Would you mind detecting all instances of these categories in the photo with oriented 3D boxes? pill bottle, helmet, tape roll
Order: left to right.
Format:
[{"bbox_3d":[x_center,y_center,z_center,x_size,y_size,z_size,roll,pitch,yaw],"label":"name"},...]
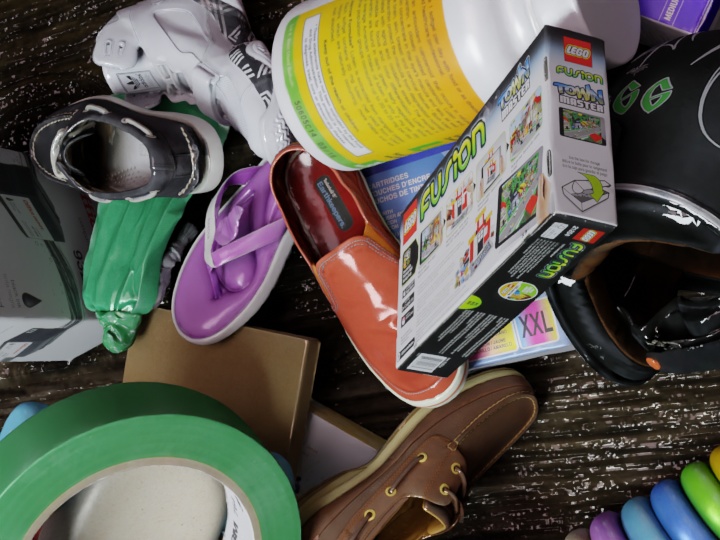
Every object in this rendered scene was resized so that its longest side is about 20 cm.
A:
[{"bbox_3d":[-0.134,0.164,0.676,0.048,0.200,0.201,35,105,57],"label":"tape roll"},{"bbox_3d":[0.054,-0.132,0.683,0.200,0.111,0.111,-12,83,39],"label":"pill bottle"},{"bbox_3d":[0.207,-0.036,0.654,0.200,0.191,0.200,27,143,23],"label":"helmet"}]

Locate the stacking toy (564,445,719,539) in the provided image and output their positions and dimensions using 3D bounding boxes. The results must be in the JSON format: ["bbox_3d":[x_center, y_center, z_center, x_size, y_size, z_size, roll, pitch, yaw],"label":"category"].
[{"bbox_3d":[0.223,0.142,0.710,0.200,0.085,0.085,-41,72,14],"label":"stacking toy"}]

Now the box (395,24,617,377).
[{"bbox_3d":[0.071,-0.028,0.636,0.200,0.035,0.110,128,149,-58],"label":"box"}]

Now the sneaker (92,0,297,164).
[{"bbox_3d":[-0.120,-0.134,0.845,0.115,0.075,0.200,-24,55,-3],"label":"sneaker"}]

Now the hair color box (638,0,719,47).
[{"bbox_3d":[0.141,-0.197,0.742,0.200,0.109,0.065,25,98,23],"label":"hair color box"}]

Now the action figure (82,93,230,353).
[{"bbox_3d":[-0.163,-0.035,0.884,0.118,0.055,0.200,4,72,27],"label":"action figure"}]

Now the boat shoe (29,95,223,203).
[{"bbox_3d":[-0.183,-0.082,0.830,0.200,0.060,0.074,14,110,40],"label":"boat shoe"}]

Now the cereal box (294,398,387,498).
[{"bbox_3d":[-0.073,0.187,0.864,0.144,0.040,0.200,25,99,27],"label":"cereal box"}]

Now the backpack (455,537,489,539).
[{"bbox_3d":[0.036,0.268,0.761,0.200,0.167,0.127,-51,53,18],"label":"backpack"}]

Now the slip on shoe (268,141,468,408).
[{"bbox_3d":[0.000,0.000,0.747,0.074,0.061,0.200,-35,74,21],"label":"slip on shoe"}]

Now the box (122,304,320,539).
[{"bbox_3d":[-0.115,0.134,0.856,0.163,0.021,0.200,10,90,31],"label":"box"}]

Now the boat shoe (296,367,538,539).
[{"bbox_3d":[0.042,0.141,0.757,0.200,0.072,0.068,-35,44,-15],"label":"boat shoe"}]

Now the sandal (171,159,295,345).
[{"bbox_3d":[-0.079,-0.042,0.844,0.082,0.050,0.203,28,81,37],"label":"sandal"}]

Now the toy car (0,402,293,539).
[{"bbox_3d":[-0.181,0.149,0.802,0.200,0.184,0.177,36,105,56],"label":"toy car"}]

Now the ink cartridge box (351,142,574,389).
[{"bbox_3d":[0.067,-0.032,0.790,0.136,0.076,0.200,-16,80,24],"label":"ink cartridge box"}]

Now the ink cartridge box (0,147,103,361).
[{"bbox_3d":[-0.272,-0.012,0.878,0.084,0.200,0.145,-27,77,20],"label":"ink cartridge box"}]
